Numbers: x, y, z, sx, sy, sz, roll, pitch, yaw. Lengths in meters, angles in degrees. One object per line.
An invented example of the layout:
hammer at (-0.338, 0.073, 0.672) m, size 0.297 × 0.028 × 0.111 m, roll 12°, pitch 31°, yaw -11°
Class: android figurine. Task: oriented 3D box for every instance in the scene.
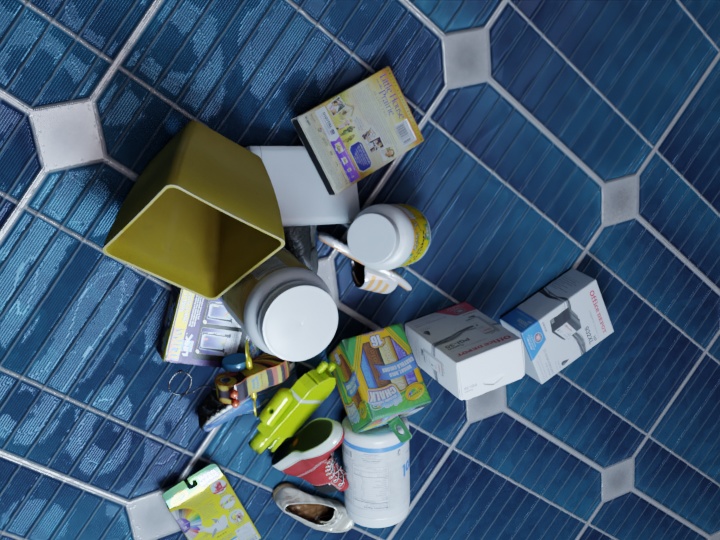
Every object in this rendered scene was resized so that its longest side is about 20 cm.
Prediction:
android figurine at (-0.116, 0.242, 1.596) m, size 0.200 × 0.041 × 0.182 m, roll -51°, pitch 162°, yaw 5°

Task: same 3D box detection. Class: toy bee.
toy bee at (-0.200, 0.194, 1.492) m, size 0.200 × 0.109 × 0.131 m, roll -34°, pitch 119°, yaw -13°

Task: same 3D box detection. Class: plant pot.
plant pot at (-0.246, -0.103, 1.363) m, size 0.200 × 0.177 × 0.200 m, roll 27°, pitch 135°, yaw -32°

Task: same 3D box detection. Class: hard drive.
hard drive at (-0.094, -0.142, 1.495) m, size 0.200 × 0.027 × 0.132 m, roll -5°, pitch 88°, yaw -35°

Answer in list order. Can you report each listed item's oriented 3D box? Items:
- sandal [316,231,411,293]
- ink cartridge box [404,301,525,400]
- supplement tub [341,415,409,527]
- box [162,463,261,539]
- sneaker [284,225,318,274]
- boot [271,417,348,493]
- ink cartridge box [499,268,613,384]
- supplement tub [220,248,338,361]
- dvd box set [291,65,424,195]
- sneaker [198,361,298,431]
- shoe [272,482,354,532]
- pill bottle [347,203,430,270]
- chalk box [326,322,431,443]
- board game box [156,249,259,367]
sandal at (-0.003, -0.003, 1.610) m, size 0.207 × 0.079 × 0.059 m, roll 29°, pitch 95°, yaw -23°
ink cartridge box at (0.195, 0.147, 1.685) m, size 0.146 × 0.200 × 0.083 m, roll -18°, pitch 115°, yaw -20°
supplement tub at (0.030, 0.376, 1.726) m, size 0.132 × 0.132 × 0.200 m, roll -12°, pitch 113°, yaw -23°
box at (-0.277, 0.446, 1.645) m, size 0.117 × 0.048 × 0.200 m, roll -30°, pitch 121°, yaw -14°
sneaker at (-0.126, -0.070, 1.528) m, size 0.104 × 0.060 × 0.200 m, roll -1°, pitch 100°, yaw -31°
boot at (-0.055, 0.346, 1.639) m, size 0.144 × 0.200 × 0.072 m, roll 35°, pitch 48°, yaw -17°
ink cartridge box at (0.408, 0.114, 1.848) m, size 0.200 × 0.084 × 0.145 m, roll -34°, pitch 119°, yaw -13°
supplement tub at (-0.130, 0.050, 1.420) m, size 0.145 × 0.200 × 0.145 m, roll -9°, pitch 112°, yaw -23°
dvd box set at (-0.002, -0.238, 1.513) m, size 0.200 × 0.029 × 0.146 m, roll -34°, pitch 107°, yaw -22°
sneaker at (-0.193, 0.236, 1.593) m, size 0.200 × 0.079 × 0.089 m, roll -28°, pitch 116°, yaw -16°
shoe at (-0.086, 0.476, 1.747) m, size 0.200 × 0.053 × 0.070 m, roll 31°, pitch 92°, yaw -32°
pill bottle at (0.047, -0.058, 1.529) m, size 0.113 × 0.200 × 0.113 m, roll 1°, pitch 94°, yaw 17°
chalk box at (0.038, 0.217, 1.621) m, size 0.124 × 0.125 × 0.200 m, roll -14°, pitch 73°, yaw -22°
board game box at (-0.240, 0.064, 1.521) m, size 0.165 × 0.057 × 0.200 m, roll 11°, pitch 103°, yaw -27°
